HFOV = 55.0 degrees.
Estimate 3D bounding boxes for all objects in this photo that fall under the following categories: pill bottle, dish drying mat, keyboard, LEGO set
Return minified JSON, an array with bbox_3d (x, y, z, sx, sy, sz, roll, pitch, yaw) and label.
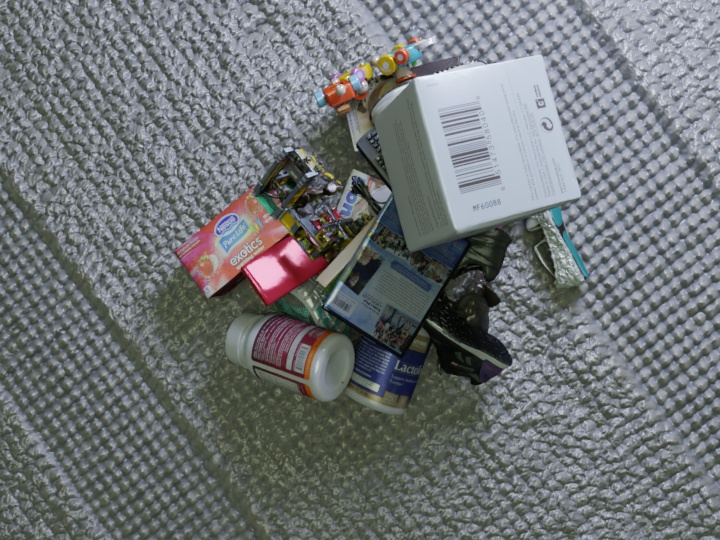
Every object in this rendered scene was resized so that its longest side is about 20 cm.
[{"bbox_3d":[-0.117,0.133,1.118,0.198,0.109,0.111,14,93,32],"label":"pill bottle"},{"bbox_3d":[-0.094,-0.024,1.116,0.199,0.018,0.077,-34,81,-28],"label":"dish drying mat"},{"bbox_3d":[0.061,-0.122,1.043,0.127,0.021,0.201,-40,82,10],"label":"keyboard"},{"bbox_3d":[0.055,0.123,1.136,0.114,0.116,0.202,20,93,3],"label":"pill bottle"},{"bbox_3d":[-0.061,-0.117,1.068,0.116,0.153,0.201,-45,74,34],"label":"LEGO set"}]

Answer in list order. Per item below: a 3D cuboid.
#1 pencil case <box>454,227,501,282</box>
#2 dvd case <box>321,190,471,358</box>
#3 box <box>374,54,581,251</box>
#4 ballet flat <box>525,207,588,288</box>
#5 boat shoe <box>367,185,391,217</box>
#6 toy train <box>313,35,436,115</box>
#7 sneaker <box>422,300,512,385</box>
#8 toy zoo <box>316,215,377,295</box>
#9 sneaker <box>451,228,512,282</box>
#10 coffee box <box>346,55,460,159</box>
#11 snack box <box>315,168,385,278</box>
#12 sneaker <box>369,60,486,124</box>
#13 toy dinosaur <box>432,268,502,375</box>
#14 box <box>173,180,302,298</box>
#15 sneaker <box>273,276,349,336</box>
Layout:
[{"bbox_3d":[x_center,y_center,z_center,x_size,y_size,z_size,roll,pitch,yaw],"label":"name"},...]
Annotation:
[{"bbox_3d":[0.190,-0.081,1.139,0.200,0.091,0.094,-49,53,5],"label":"pencil case"},{"bbox_3d":[0.054,0.007,1.004,0.142,0.018,0.201,33,87,-11],"label":"dvd case"},{"bbox_3d":[0.151,-0.153,0.935,0.198,0.171,0.202,-15,88,-19],"label":"box"},{"bbox_3d":[0.312,-0.060,1.144,0.071,0.072,0.202,-23,90,4],"label":"ballet flat"},{"bbox_3d":[0.098,-0.125,1.104,0.198,0.069,0.072,-6,75,21],"label":"boat shoe"},{"bbox_3d":[0.023,-0.287,1.044,0.198,0.150,0.056,-26,112,-3],"label":"toy train"},{"bbox_3d":[0.144,0.125,1.086,0.199,0.076,0.088,33,117,-24],"label":"sneaker"},{"bbox_3d":[0.000,0.000,1.098,0.020,0.200,0.131,41,84,17],"label":"toy zoo"},{"bbox_3d":[0.129,-0.037,1.069,0.198,0.076,0.092,13,87,21],"label":"sneaker"},{"bbox_3d":[0.076,-0.267,1.142,0.197,0.080,0.115,-13,89,4],"label":"coffee box"},{"bbox_3d":[-0.018,-0.066,1.181,0.071,0.024,0.202,22,93,4],"label":"snack box"},{"bbox_3d":[0.115,-0.247,1.064,0.198,0.070,0.094,-20,85,0],"label":"sneaker"},{"bbox_3d":[0.177,0.091,1.145,0.101,0.077,0.203,9,99,-13],"label":"toy dinosaur"},{"bbox_3d":[-0.197,-0.053,1.156,0.199,0.095,0.100,-38,87,4],"label":"box"},{"bbox_3d":[-0.099,0.054,1.172,0.091,0.078,0.201,-30,103,42],"label":"sneaker"}]
